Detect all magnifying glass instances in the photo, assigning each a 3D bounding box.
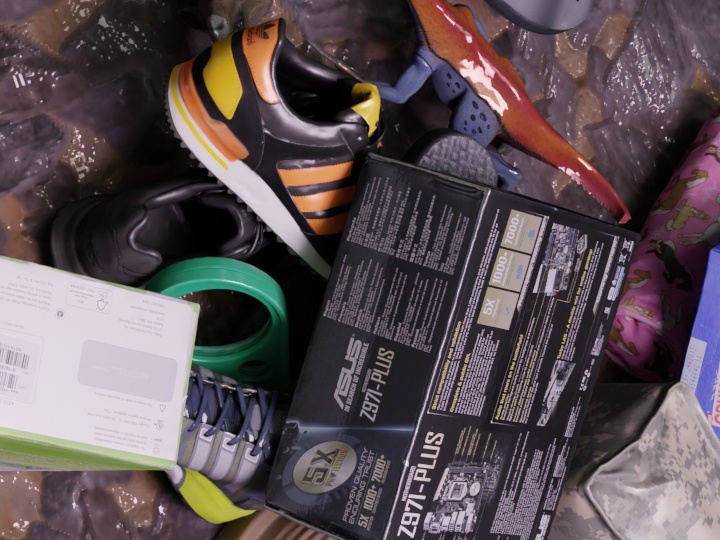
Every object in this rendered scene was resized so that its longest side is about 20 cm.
[{"bbox_3d":[-0.056,0.055,1.332,0.200,0.079,0.022,52,23,-45],"label":"magnifying glass"}]

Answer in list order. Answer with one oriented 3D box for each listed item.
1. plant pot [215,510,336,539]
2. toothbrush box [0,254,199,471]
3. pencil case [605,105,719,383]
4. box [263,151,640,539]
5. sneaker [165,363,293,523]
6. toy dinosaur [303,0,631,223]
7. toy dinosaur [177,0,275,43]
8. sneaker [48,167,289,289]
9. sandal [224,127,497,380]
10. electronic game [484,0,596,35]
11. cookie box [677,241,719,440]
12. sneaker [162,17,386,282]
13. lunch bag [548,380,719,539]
[{"bbox_3d":[0.005,0.218,1.367,0.201,0.093,0.201,3,85,-37],"label":"plant pot"},{"bbox_3d":[-0.195,0.047,1.161,0.145,0.200,0.086,15,78,-35],"label":"toothbrush box"},{"bbox_3d":[0.226,-0.016,1.559,0.086,0.083,0.200,34,64,1],"label":"pencil case"},{"bbox_3d":[0.052,0.053,1.295,0.164,0.086,0.200,12,96,-54],"label":"box"},{"bbox_3d":[-0.079,0.077,1.280,0.200,0.081,0.074,42,45,-56],"label":"sneaker"},{"bbox_3d":[0.067,-0.133,1.414,0.182,0.200,0.105,77,28,-45],"label":"toy dinosaur"},{"bbox_3d":[-0.057,-0.203,1.378,0.200,0.077,0.102,-51,127,-34],"label":"toy dinosaur"},{"bbox_3d":[-0.072,-0.030,1.329,0.200,0.091,0.076,-24,98,-37],"label":"sneaker"},{"bbox_3d":[0.001,0.000,1.390,0.200,0.043,0.076,-44,116,-8],"label":"sandal"},{"bbox_3d":[0.089,-0.240,1.467,0.200,0.042,0.200,31,49,-43],"label":"electronic game"},{"bbox_3d":[0.273,0.042,1.514,0.200,0.075,0.171,-33,139,-53],"label":"cookie box"},{"bbox_3d":[-0.011,-0.058,1.281,0.200,0.090,0.070,39,36,-31],"label":"sneaker"},{"bbox_3d":[0.161,0.171,1.442,0.118,0.164,0.200,-43,112,-30],"label":"lunch bag"}]
